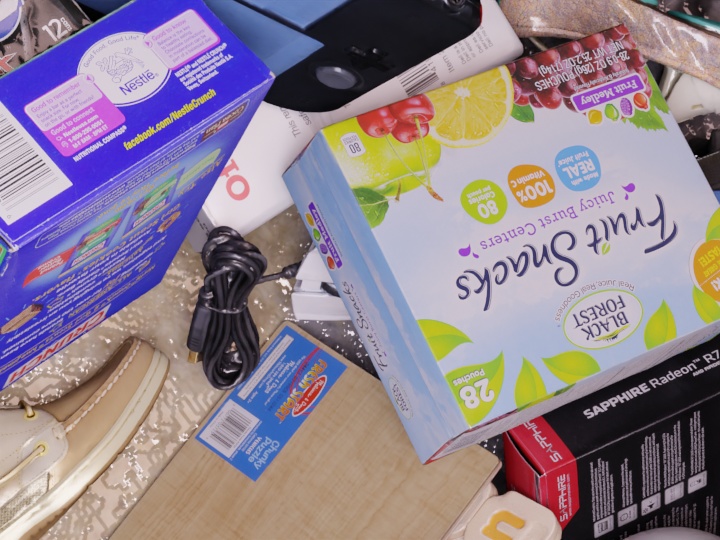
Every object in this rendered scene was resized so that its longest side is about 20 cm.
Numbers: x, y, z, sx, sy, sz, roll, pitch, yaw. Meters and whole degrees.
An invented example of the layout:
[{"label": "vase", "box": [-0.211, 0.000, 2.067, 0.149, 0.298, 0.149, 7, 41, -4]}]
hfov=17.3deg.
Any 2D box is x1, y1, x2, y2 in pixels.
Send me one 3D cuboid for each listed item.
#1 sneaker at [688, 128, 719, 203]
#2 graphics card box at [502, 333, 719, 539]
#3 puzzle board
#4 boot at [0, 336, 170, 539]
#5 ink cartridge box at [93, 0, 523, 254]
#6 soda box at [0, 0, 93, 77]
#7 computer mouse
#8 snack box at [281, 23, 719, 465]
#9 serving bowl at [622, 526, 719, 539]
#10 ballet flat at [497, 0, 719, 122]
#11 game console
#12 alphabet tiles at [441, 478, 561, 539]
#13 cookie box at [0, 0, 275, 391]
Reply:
[{"label": "sneaker", "box": [0.147, -0.006, 1.317, 0.199, 0.077, 0.112, -28, 91, -13]}, {"label": "graphics card box", "box": [0.173, 0.100, 1.294, 0.199, 0.051, 0.126, -23, 134, -16]}, {"label": "puzzle board", "box": [-0.042, 0.141, 1.242, 0.150, 0.017, 0.200, 32, 74, 25]}, {"label": "boot", "box": [-0.210, 0.071, 1.210, 0.200, 0.073, 0.156, -45, 97, -12]}, {"label": "ink cartridge box", "box": [-0.038, -0.122, 1.267, 0.199, 0.084, 0.147, -33, 95, -16]}, {"label": "soda box", "box": [-0.187, -0.098, 1.160, 0.071, 0.200, 0.063, -39, 90, -17]}, {"label": "computer mouse", "box": [0.000, 0.000, 1.255, 0.199, 0.110, 0.044, -19, 52, -29]}, {"label": "snack box", "box": [0.085, -0.017, 1.210, 0.199, 0.068, 0.170, -20, 78, -28]}, {"label": "serving bowl", "box": [0.122, 0.215, 1.250, 0.066, 0.200, 0.200, 32, 74, 25]}, {"label": "ballet flat", "box": [0.166, -0.124, 1.346, 0.199, 0.068, 0.068, 21, 99, -8]}, {"label": "game console", "box": [-0.064, -0.137, 1.115, 0.199, 0.177, 0.031, 23, 73, -23]}, {"label": "alphabet tiles", "box": [0.016, 0.190, 1.216, 0.200, 0.195, 0.015, -52, 133, -14]}, {"label": "cookie box", "box": [-0.150, -0.026, 1.122, 0.075, 0.200, 0.171, 47, 54, 9]}]
